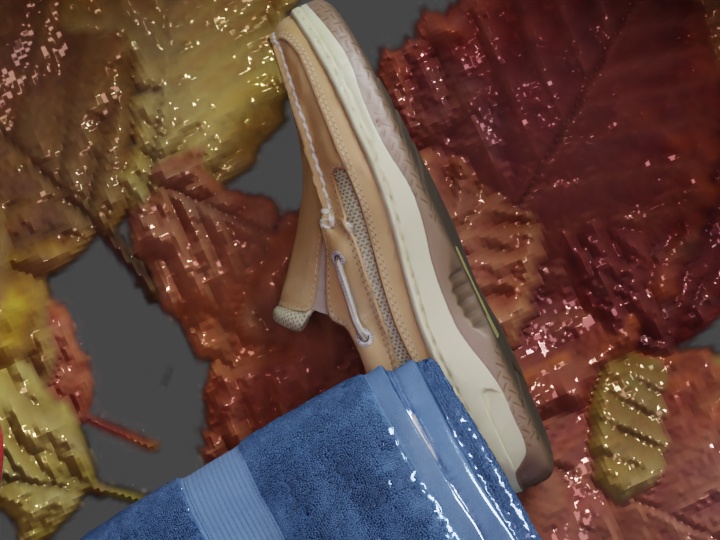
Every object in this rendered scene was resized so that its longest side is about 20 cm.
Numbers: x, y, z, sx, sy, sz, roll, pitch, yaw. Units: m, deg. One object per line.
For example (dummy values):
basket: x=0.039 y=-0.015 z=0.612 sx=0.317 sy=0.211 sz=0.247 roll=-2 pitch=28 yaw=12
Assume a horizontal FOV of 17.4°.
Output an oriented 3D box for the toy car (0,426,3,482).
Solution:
toy car: x=-0.217 y=0.060 z=0.797 sx=0.176 sy=0.200 sz=0.185 roll=1 pitch=83 yaw=-2

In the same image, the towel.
towel: x=-0.039 y=0.115 z=0.818 sx=0.200 sy=0.049 sz=0.112 roll=-31 pitch=60 yaw=1

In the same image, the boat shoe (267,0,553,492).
boat shoe: x=0.000 y=0.000 z=0.881 sx=0.076 sy=0.072 sz=0.201 roll=-24 pitch=85 yaw=7
